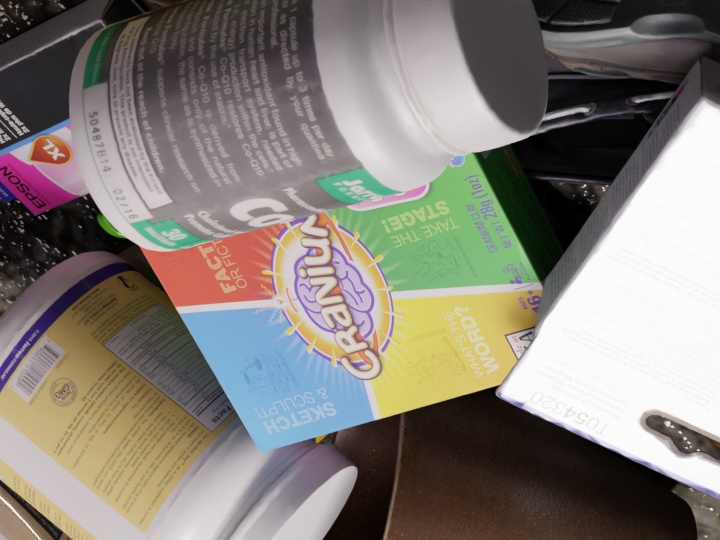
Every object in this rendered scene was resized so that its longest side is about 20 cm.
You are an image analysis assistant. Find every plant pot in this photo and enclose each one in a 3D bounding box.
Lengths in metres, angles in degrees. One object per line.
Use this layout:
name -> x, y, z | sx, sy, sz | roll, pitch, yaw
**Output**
plant pot -> 0.088, 0.158, 1.302 | 0.200, 0.187, 0.187 | 13, 143, -12

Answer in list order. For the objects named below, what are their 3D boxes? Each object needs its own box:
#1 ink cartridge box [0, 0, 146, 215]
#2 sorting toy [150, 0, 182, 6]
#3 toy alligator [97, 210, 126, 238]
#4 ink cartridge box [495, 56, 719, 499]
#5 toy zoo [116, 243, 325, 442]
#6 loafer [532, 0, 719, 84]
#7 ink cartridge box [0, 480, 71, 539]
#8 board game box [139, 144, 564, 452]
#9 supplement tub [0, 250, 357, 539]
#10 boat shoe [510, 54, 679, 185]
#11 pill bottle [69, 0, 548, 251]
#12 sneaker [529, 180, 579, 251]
ink cartridge box -> -0.174, -0.086, 1.244 | 0.200, 0.037, 0.095 | -17, 127, 41
sorting toy -> -0.038, -0.149, 1.035 | 0.200, 0.037, 0.185 | -12, 162, 38
toy alligator -> -0.047, -0.028, 1.232 | 0.200, 0.054, 0.059 | 12, 176, -22
ink cartridge box -> 0.194, 0.020, 1.051 | 0.196, 0.043, 0.200 | 25, 127, -11
toy zoo -> -0.099, 0.068, 1.391 | 0.200, 0.020, 0.131 | 40, 138, -20
loafer -> 0.171, -0.116, 1.028 | 0.200, 0.072, 0.063 | 8, 157, 27
ink cartridge box -> -0.308, 0.138, 1.530 | 0.200, 0.075, 0.165 | -18, 125, 38
board game box -> 0.000, 0.000, 1.129 | 0.200, 0.040, 0.153 | -19, 111, 30
supplement tub -> -0.116, 0.099, 1.266 | 0.200, 0.145, 0.146 | 37, 143, 13
boat shoe -> 0.160, -0.067, 1.075 | 0.200, 0.068, 0.072 | 5, 137, 21
pill bottle -> -0.024, -0.083, 1.013 | 0.200, 0.113, 0.113 | -14, 129, 29
sneaker -> 0.038, -0.025, 1.172 | 0.200, 0.077, 0.111 | 31, 146, -16
